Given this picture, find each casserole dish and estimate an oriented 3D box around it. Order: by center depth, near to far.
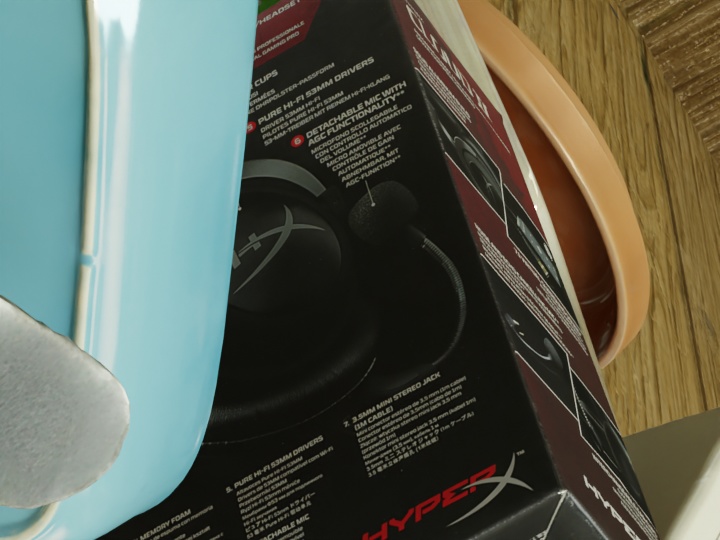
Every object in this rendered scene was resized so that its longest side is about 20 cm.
[{"bbox_3d":[-0.084,-0.023,0.525,0.039,0.120,0.201,-56,158,-54],"label":"casserole dish"}]

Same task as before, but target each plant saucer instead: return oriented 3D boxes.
[{"bbox_3d":[0.038,-0.046,1.095,0.200,0.032,0.201,40,-24,22],"label":"plant saucer"}]

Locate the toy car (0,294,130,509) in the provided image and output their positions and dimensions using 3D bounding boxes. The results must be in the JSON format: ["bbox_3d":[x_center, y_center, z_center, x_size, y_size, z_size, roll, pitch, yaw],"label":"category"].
[{"bbox_3d":[-0.119,-0.032,0.437,0.158,0.163,0.201,-96,163,-61],"label":"toy car"}]

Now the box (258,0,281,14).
[{"bbox_3d":[-0.075,-0.123,0.719,0.201,0.112,0.102,88,-10,-45],"label":"box"}]

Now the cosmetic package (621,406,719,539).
[{"bbox_3d":[0.063,0.141,0.688,0.104,0.073,0.200,49,50,-17],"label":"cosmetic package"}]

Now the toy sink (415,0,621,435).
[{"bbox_3d":[0.000,0.000,0.855,0.200,0.111,0.131,66,1,-59],"label":"toy sink"}]

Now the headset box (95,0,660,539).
[{"bbox_3d":[-0.025,0.029,0.666,0.077,0.148,0.201,49,16,-43],"label":"headset box"}]
